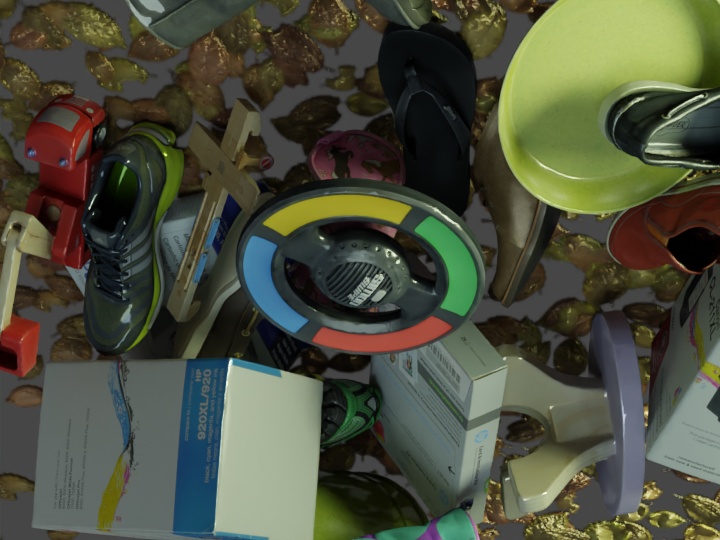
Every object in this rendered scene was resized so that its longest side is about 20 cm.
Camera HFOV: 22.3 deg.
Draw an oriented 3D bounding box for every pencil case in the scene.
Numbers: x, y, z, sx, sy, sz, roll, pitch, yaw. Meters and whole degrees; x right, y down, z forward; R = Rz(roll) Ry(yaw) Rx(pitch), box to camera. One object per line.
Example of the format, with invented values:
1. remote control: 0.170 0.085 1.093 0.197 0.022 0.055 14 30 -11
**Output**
1. pencil case: -0.014 -0.026 1.510 0.086 0.083 0.201 11 140 -2
2. pencil case: 0.012 0.259 1.532 0.199 0.086 0.092 -14 168 -14

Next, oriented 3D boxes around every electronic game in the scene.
1. electronic game: 0.000 0.000 1.444 0.198 0.042 0.201 3 139 3

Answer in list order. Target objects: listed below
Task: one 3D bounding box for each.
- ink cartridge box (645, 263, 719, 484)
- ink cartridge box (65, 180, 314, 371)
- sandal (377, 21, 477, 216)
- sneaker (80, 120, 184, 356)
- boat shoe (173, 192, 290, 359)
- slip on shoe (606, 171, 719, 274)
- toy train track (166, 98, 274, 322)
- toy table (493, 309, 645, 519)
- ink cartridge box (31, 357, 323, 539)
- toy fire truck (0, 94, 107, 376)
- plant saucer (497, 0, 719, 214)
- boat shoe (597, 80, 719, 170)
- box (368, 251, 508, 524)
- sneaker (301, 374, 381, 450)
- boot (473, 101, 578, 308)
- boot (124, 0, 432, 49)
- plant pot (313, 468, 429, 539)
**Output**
1. ink cartridge box: 0.309 0.052 1.493 0.082 0.146 0.201 18 132 -4
2. ink cartridge box: -0.140 0.022 1.618 0.199 0.041 0.200 -12 128 20
3. sandal: 0.058 -0.113 1.458 0.075 0.043 0.201 -2 131 12
4. sneaker: -0.204 -0.023 1.515 0.073 0.081 0.201 15 107 19
5. boat shoe: -0.095 0.014 1.538 0.059 0.072 0.200 18 130 -20
6. slip on shoe: 0.255 -0.027 1.450 0.074 0.062 0.200 26 161 -19
7. toy train track: -0.114 -0.047 1.505 0.032 0.115 0.201 1 122 -36
8. toy table: 0.175 0.131 1.585 0.116 0.184 0.201 -9 114 -3
9. ink cartridge box: -0.155 0.155 1.548 0.199 0.146 0.147 -3 168 32
10. toy fire truck: -0.264 -0.031 1.500 0.048 0.141 0.201 16 120 12
11. plant saucer: 0.191 -0.138 1.376 0.199 0.031 0.201 -9 122 -16
12. boat shoe: 0.280 -0.107 1.369 0.198 0.066 0.075 2 121 -21
13. box: 0.062 0.109 1.589 0.041 0.156 0.201 -18 137 -24
14. sneaker: -0.058 0.143 1.674 0.085 0.079 0.199 6 167 -40
15. boot: 0.127 -0.061 1.487 0.075 0.074 0.201 20 127 12
16. boot: -0.069 -0.216 1.370 0.199 0.073 0.182 -31 107 24
17. plant pot: -0.063 0.263 1.668 0.199 0.202 0.193 -21 153 26
